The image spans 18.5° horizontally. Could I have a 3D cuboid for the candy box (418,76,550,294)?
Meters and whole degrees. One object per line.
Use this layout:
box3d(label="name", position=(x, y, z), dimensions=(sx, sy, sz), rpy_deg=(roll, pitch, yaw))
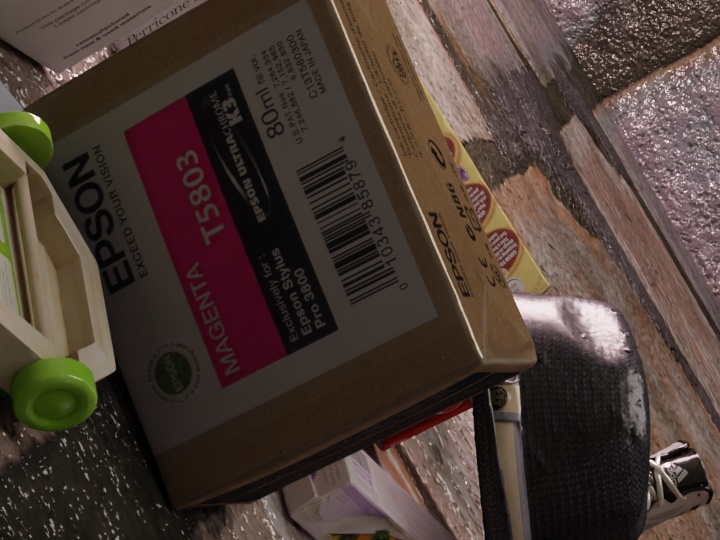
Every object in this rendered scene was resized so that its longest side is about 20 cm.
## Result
box3d(label="candy box", position=(0.029, -0.054, 1.441), dimensions=(0.200, 0.056, 0.117), rpy_deg=(55, -21, -16))

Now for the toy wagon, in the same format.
box3d(label="toy wagon", position=(-0.163, -0.031, 0.853), dimensions=(0.200, 0.039, 0.156), rpy_deg=(46, 19, -43))

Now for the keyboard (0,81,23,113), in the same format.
box3d(label="keyboard", position=(-0.136, -0.034, 1.023), dimensions=(0.200, 0.011, 0.056), rpy_deg=(53, 10, -28))

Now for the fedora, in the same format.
box3d(label="fedora", position=(0.107, 0.083, 1.178), dimensions=(0.201, 0.091, 0.202), rpy_deg=(-5, 90, -86))

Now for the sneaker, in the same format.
box3d(label="sneaker", position=(0.178, 0.147, 1.551), dimensions=(0.076, 0.115, 0.200), rpy_deg=(65, 15, 19))

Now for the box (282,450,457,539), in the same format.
box3d(label="box", position=(0.024, 0.149, 1.155), dimensions=(0.200, 0.039, 0.042), rpy_deg=(46, 20, -45))

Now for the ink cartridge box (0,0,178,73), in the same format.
box3d(label="ink cartridge box", position=(-0.182, -0.198, 1.033), dimensions=(0.200, 0.083, 0.147), rpy_deg=(33, 30, -63))

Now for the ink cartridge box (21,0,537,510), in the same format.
box3d(label="ink cartridge box", position=(-0.038, -0.016, 0.974), dimensions=(0.075, 0.164, 0.201), rpy_deg=(3, 62, -66))

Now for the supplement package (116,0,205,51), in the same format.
box3d(label="supplement package", position=(-0.041, -0.059, 1.181), dimensions=(0.117, 0.117, 0.201), rpy_deg=(44, 20, -43))

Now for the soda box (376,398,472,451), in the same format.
box3d(label="soda box", position=(0.000, 0.000, 1.301), dimensions=(0.063, 0.070, 0.201), rpy_deg=(53, 14, -58))
